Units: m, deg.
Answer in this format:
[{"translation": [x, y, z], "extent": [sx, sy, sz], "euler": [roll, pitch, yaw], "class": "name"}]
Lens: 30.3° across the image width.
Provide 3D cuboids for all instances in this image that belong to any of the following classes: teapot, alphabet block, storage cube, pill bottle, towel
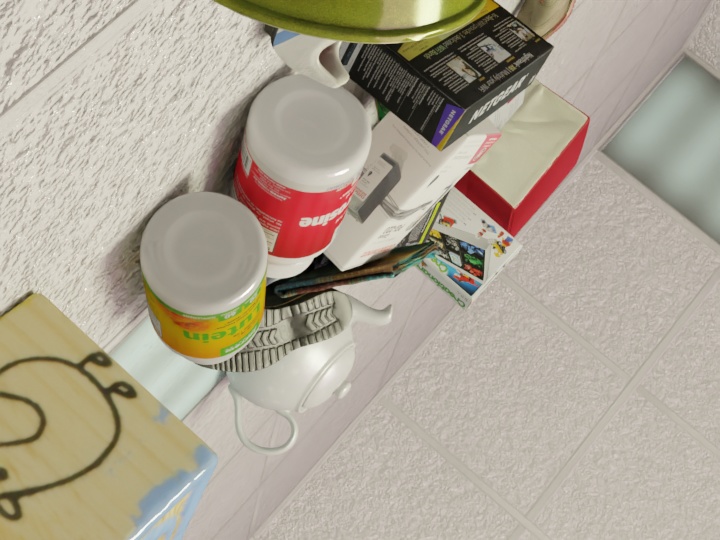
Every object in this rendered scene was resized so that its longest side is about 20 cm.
[{"translation": [-0.077, 0.122, 1.780], "extent": [0.197, 0.146, 0.201], "euler": [-38, 165, -50], "class": "teapot"}, {"translation": [-0.258, 0.179, 1.030], "extent": [0.195, 0.200, 0.197], "euler": [-43, 167, -42], "class": "alphabet block"}, {"translation": [0.205, -0.176, 1.905], "extent": [0.200, 0.171, 0.180], "euler": [-49, 168, -8], "class": "storage cube"}, {"translation": [-0.063, -0.078, 1.228], "extent": [0.112, 0.112, 0.200], "euler": [-45, 168, -31], "class": "pill bottle"}, {"translation": [-0.142, 0.018, 1.219], "extent": [0.111, 0.111, 0.200], "euler": [-47, 169, -20], "class": "pill bottle"}, {"translation": [0.000, 0.000, 1.524], "extent": [0.145, 0.022, 0.200], "euler": [-11, -175, 19], "class": "towel"}]

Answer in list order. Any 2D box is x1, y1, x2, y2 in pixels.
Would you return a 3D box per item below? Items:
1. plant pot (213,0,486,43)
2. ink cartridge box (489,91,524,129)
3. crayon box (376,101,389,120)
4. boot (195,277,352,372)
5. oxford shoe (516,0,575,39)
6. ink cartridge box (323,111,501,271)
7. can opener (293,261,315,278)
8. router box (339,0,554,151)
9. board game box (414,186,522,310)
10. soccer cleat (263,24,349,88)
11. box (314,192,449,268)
[{"translation": [-0.003, -0.259, 0.706], "extent": [0.200, 0.199, 0.194], "euler": [-40, 154, -45], "class": "plant pot"}, {"translation": [0.125, -0.193, 1.734], "extent": [0.200, 0.083, 0.145], "euler": [-49, 170, -7], "class": "ink cartridge box"}, {"translation": [0.074, -0.220, 1.484], "extent": [0.119, 0.058, 0.200], "euler": [-49, 170, -5], "class": "crayon box"}, {"translation": [-0.126, 0.059, 1.571], "extent": [0.198, 0.138, 0.078], "euler": [-10, 106, -24], "class": "boot"}, {"translation": [0.249, -0.379, 1.740], "extent": [0.074, 0.071, 0.201], "euler": [0, 135, -42], "class": "oxford shoe"}, {"translation": [0.041, -0.101, 1.405], "extent": [0.200, 0.085, 0.145], "euler": [-44, 171, 19], "class": "ink cartridge box"}, {"translation": [-0.072, -0.036, 1.505], "extent": [0.067, 0.053, 0.200], "euler": [-48, 170, -13], "class": "can opener"}, {"translation": [0.070, -0.208, 1.231], "extent": [0.200, 0.157, 0.052], "euler": [-38, 164, -50], "class": "router box"}, {"translation": [0.109, -0.055, 1.824], "extent": [0.126, 0.200, 0.035], "euler": [-44, 171, -30], "class": "board game box"}, {"translation": [0.000, -0.232, 1.032], "extent": [0.070, 0.086, 0.201], "euler": [-37, 162, -53], "class": "soccer cleat"}, {"translation": [0.019, -0.070, 1.612], "extent": [0.159, 0.045, 0.200], "euler": [-14, 155, -20], "class": "box"}]
